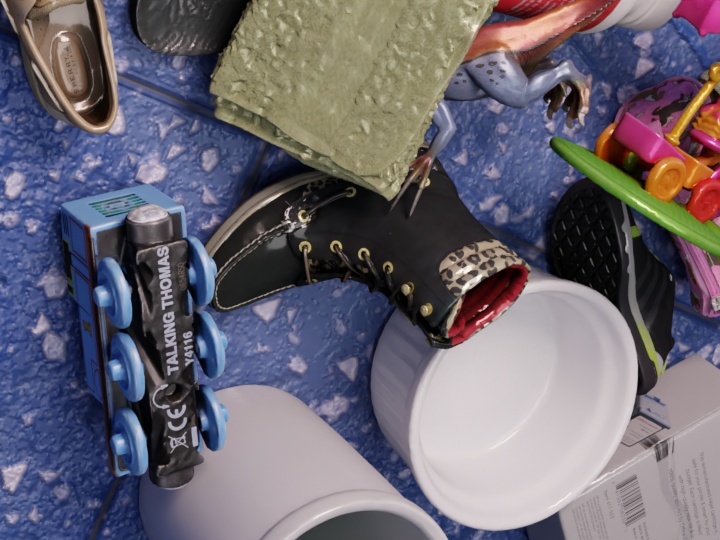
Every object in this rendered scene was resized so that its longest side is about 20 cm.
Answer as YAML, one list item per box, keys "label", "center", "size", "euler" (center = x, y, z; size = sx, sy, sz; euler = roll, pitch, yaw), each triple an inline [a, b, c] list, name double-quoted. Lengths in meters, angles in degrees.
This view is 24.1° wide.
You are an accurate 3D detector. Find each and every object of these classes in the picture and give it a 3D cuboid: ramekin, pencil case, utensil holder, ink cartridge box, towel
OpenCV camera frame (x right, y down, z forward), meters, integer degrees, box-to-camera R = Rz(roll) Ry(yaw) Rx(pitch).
- label: "ramekin"
  center: [0.103, 0.087, 1.285]
  size: [0.198, 0.098, 0.203]
  euler: [-11, 114, -25]
- label: "pencil case"
  center: [0.266, -0.056, 1.323]
  size: [0.082, 0.087, 0.201]
  euler: [-30, 121, 1]
- label: "utensil holder"
  center: [-0.052, 0.193, 1.183]
  size: [0.168, 0.200, 0.172]
  euler: [-11, 114, -25]
- label: "ink cartridge box"
  center: [0.238, 0.186, 1.406]
  size: [0.199, 0.086, 0.148]
  euler: [-28, 121, -17]
- label: "towel"
  center: [-0.001, -0.158, 1.079]
  size: [0.147, 0.037, 0.201]
  euler: [26, 111, -4]

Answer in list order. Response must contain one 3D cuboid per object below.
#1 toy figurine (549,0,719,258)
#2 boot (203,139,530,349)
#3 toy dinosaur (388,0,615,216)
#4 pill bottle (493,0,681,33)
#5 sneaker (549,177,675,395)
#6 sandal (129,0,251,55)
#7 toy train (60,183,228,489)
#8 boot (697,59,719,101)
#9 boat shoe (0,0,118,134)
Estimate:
- label: "toy figurine"
  center: [0.256, -0.118, 1.174]
  size: [0.199, 0.150, 0.185]
  euler: [21, 105, -46]
- label: "boot"
  center: [0.001, -0.001, 1.154]
  size: [0.202, 0.154, 0.074]
  euler: [-30, 144, -17]
- label: "toy dinosaur"
  center: [0.060, -0.144, 1.143]
  size: [0.180, 0.105, 0.202]
  euler: [14, 113, -15]
- label: "pill bottle"
  center: [0.130, -0.227, 1.161]
  size: [0.198, 0.112, 0.113]
  euler: [9, 106, -31]
- label: "sneaker"
  center: [0.207, 0.004, 1.341]
  size: [0.083, 0.071, 0.202]
  euler: [-41, 128, -37]
- label: "sandal"
  center: [-0.054, -0.172, 1.122]
  size: [0.198, 0.048, 0.076]
  euler: [-11, 115, -24]
- label: "toy train"
  center: [-0.143, 0.044, 1.123]
  size: [0.086, 0.114, 0.202]
  euler: [-15, 116, -26]
- label: "boot"
  center: [0.367, -0.131, 1.355]
  size: [0.155, 0.072, 0.200]
  euler: [-45, 119, -6]
- label: "boat shoe"
  center: [-0.190, -0.180, 1.034]
  size: [0.071, 0.064, 0.202]
  euler: [-27, 121, -16]
